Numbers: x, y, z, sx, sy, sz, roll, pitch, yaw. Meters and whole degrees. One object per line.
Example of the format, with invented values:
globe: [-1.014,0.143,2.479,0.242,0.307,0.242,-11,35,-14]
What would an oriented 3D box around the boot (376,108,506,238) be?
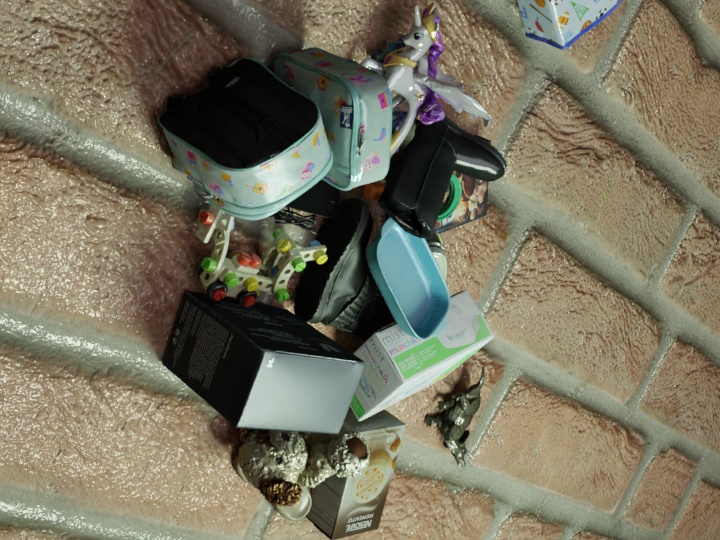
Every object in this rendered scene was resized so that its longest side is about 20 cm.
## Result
boot: [0.126,-0.128,1.676,0.066,0.164,0.201,-50,-167,48]

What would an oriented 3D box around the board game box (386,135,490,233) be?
board game box: [0.126,-0.127,1.798,0.199,0.035,0.137,-22,125,-34]

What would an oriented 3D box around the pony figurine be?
pony figurine: [0.079,-0.265,1.618,0.200,0.167,0.193,-46,129,7]

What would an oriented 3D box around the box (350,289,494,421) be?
box: [0.083,0.134,1.790,0.199,0.097,0.177,-23,166,-34]

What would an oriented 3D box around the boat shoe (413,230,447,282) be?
boat shoe: [0.106,0.007,1.808,0.071,0.061,0.202,-4,146,-4]

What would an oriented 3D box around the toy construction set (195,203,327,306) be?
toy construction set: [-0.152,-0.018,1.550,0.199,0.092,0.131,27,117,-39]

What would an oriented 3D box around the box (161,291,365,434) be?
box: [-0.137,0.130,1.564,0.196,0.199,0.118,12,103,-45]

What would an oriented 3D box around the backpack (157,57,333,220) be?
backpack: [-0.135,-0.156,1.416,0.175,0.199,0.154,-36,132,-25]

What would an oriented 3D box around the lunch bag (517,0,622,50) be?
lunch bag: [0.336,-0.477,1.752,0.199,0.124,0.171,-38,131,-13]

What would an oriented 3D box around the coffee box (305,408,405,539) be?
coffee box: [-0.009,0.338,1.880,0.114,0.079,0.202,-2,112,-42]

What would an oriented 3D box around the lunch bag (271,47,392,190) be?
lunch bag: [-0.042,-0.199,1.481,0.077,0.200,0.162,-15,123,-35]

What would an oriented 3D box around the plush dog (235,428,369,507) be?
plush dog: [-0.108,0.277,1.705,0.171,0.200,0.161,-10,139,-34]

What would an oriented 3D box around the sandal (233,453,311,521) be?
sandal: [-0.127,0.339,1.784,0.080,0.054,0.201,-46,129,-17]

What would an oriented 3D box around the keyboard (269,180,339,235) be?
keyboard: [-0.110,-0.113,1.595,0.199,0.039,0.105,13,79,-45]

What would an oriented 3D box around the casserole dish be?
casserole dish: [0.069,0.012,1.675,0.121,0.039,0.201,-49,119,-42]

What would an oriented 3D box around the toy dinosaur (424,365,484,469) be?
toy dinosaur: [0.180,0.258,2.037,0.102,0.077,0.202,6,102,-57]

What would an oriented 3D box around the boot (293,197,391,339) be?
boot: [-0.002,-0.001,1.709,0.157,0.079,0.212,14,109,-41]

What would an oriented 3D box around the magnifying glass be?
magnifying glass: [0.083,-0.118,1.725,0.199,0.022,0.080,-1,112,-45]
